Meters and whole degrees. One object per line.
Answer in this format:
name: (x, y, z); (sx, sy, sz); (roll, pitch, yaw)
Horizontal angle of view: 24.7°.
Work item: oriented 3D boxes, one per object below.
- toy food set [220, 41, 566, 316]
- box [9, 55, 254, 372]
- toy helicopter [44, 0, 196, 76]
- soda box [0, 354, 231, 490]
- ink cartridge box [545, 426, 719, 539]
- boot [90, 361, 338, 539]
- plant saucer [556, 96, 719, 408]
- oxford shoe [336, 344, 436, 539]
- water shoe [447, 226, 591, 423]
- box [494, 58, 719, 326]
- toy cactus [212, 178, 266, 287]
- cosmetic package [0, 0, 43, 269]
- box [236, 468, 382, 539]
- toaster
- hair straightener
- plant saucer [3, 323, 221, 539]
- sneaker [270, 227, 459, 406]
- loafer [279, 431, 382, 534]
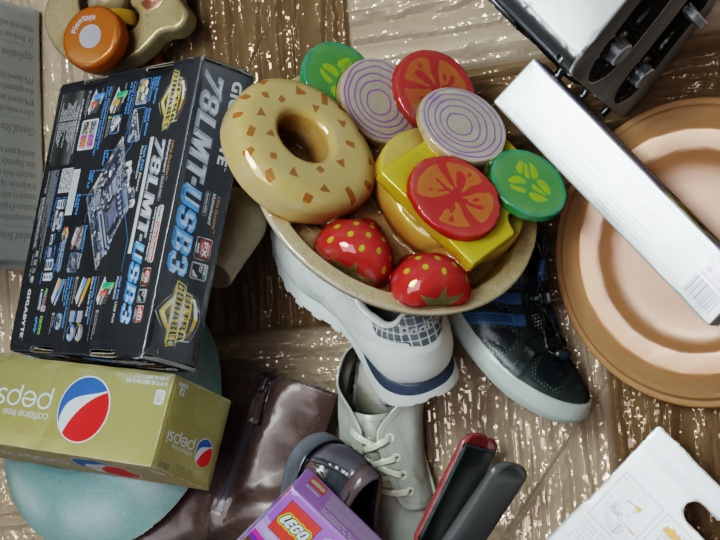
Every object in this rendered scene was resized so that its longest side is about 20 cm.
toy food set: (0.024, -0.061, 1.022); (0.200, 0.198, 0.049); (44, 140, 12)
box: (-0.159, -0.035, 1.114); (0.198, 0.049, 0.202); (-2, 76, 52)
toy helicopter: (-0.149, -0.230, 1.203); (0.200, 0.079, 0.133); (-39, 66, 7)
soda box: (-0.190, 0.100, 1.117); (0.198, 0.068, 0.065); (3, 72, 33)
ink cartridge box: (0.183, 0.225, 1.062); (0.162, 0.050, 0.200); (45, 101, 17)
boot: (-0.114, 0.149, 1.182); (0.198, 0.072, 0.168); (9, 85, 21)
plant saucer: (0.218, -0.012, 1.051); (0.198, 0.037, 0.202); (-1, 89, 24)
oxford shoe: (0.014, 0.128, 1.125); (0.074, 0.058, 0.202); (2, 93, 18)
water shoe: (0.094, 0.008, 1.079); (0.079, 0.071, 0.200); (-46, 72, 25)
box: (0.167, -0.049, 1.032); (0.041, 0.039, 0.200); (-47, 73, 14)
toy cactus: (-0.077, -0.068, 1.124); (0.198, 0.102, 0.166); (-3, 50, 31)
cosmetic package: (-0.347, -0.100, 1.221); (0.165, 0.167, 0.202); (-2, 88, 22)
box: (-0.010, 0.246, 1.064); (0.200, 0.039, 0.137); (43, 110, 2)
toaster: (0.120, -0.206, 1.020); (0.119, 0.181, 0.200); (-46, 73, 10)
hair straightener: (0.052, 0.210, 1.081); (0.077, 0.041, 0.201); (37, 99, 47)
plant saucer: (-0.192, 0.099, 1.186); (0.199, 0.039, 0.203); (-13, 63, 27)
sneaker: (0.000, 0.000, 1.087); (0.076, 0.081, 0.200); (-31, 46, -16)
loafer: (-0.021, 0.211, 1.106); (0.063, 0.072, 0.202); (20, 116, 40)
